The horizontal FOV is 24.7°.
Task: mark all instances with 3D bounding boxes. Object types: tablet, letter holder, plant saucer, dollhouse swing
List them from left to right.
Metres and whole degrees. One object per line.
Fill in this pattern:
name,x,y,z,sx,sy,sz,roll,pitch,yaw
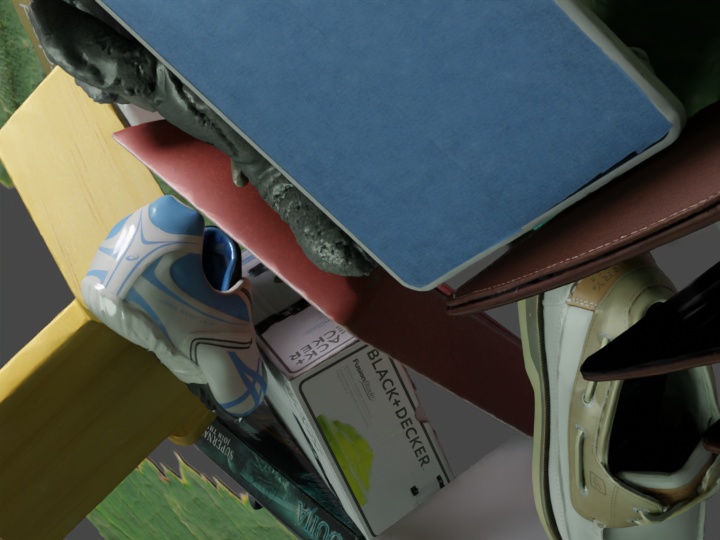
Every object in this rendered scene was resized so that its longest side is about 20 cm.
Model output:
dollhouse swing,-0.174,0.027,0.930,0.182,0.175,0.200,56,173,25
tablet,-0.006,-0.083,0.523,0.200,0.014,0.130,43,131,-18
plant saucer,0.000,0.000,0.802,0.200,0.037,0.199,39,-175,42
letter holder,0.128,0.003,0.473,0.101,0.142,0.200,58,159,-2

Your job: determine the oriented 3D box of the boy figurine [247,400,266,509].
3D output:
boy figurine,-0.120,0.084,1.266,0.200,0.064,0.124,46,160,18

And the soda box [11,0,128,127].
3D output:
soda box,-0.175,-0.176,1.003,0.064,0.068,0.201,23,141,55

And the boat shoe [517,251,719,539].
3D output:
boat shoe,0.117,0.078,0.704,0.068,0.075,0.201,37,151,54

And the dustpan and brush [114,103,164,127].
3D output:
dustpan and brush,-0.109,-0.100,0.930,0.140,0.057,0.200,55,174,34

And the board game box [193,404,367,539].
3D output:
board game box,-0.011,0.134,1.017,0.200,0.135,0.028,32,105,49

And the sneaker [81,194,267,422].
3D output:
sneaker,-0.077,0.022,0.822,0.072,0.073,0.200,39,173,19

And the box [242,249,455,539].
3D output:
box,-0.021,0.061,0.953,0.117,0.060,0.200,65,170,-24

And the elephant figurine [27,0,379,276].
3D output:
elephant figurine,-0.066,-0.107,0.700,0.200,0.154,0.142,-116,38,-59

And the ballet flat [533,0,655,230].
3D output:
ballet flat,0.063,-0.065,0.582,0.070,0.068,0.200,-20,137,38

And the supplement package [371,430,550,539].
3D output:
supplement package,0.109,0.203,0.842,0.117,0.117,0.201,15,133,61
